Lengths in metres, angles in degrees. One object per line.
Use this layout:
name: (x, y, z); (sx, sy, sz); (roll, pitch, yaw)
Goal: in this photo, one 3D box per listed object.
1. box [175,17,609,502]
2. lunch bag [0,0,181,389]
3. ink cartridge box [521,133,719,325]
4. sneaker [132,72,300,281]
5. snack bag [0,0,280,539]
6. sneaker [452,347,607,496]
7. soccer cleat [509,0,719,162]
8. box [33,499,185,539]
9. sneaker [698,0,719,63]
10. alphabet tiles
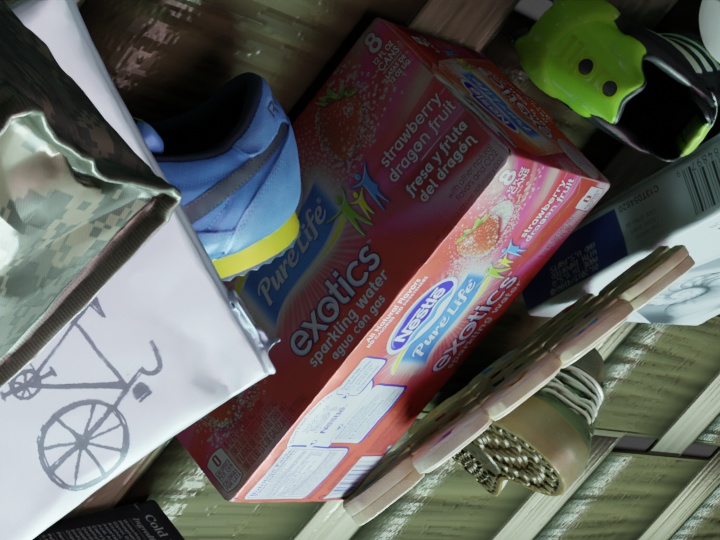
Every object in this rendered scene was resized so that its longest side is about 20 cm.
box: (0.000, 0.000, 0.882); (0.200, 0.096, 0.099); (-51, 153, 18)
lunch bag: (-0.182, -0.013, 0.547); (0.200, 0.164, 0.118); (-46, 158, 6)
ink cartridge box: (0.217, -0.024, 1.076); (0.199, 0.041, 0.199); (1, 156, -40)
sneaker: (-0.113, -0.016, 0.761); (0.199, 0.066, 0.079); (-27, 130, -22)
snack bag: (-0.146, 0.017, 0.703); (0.199, 0.021, 0.189); (-35, 123, -11)
sneaker: (0.099, 0.071, 1.107); (0.090, 0.067, 0.200); (-47, -179, -11)
soccer cleat: (0.144, -0.083, 0.969); (0.068, 0.081, 0.199); (-52, 152, 19)
box: (-0.177, 0.225, 0.966); (0.181, 0.104, 0.201); (-6, 137, -51)
sneaker: (0.252, -0.099, 0.963); (0.077, 0.199, 0.081); (-51, -171, 27)
alphabet tiles: (0.074, 0.053, 0.965); (0.200, 0.015, 0.196); (-38, 180, 0)
